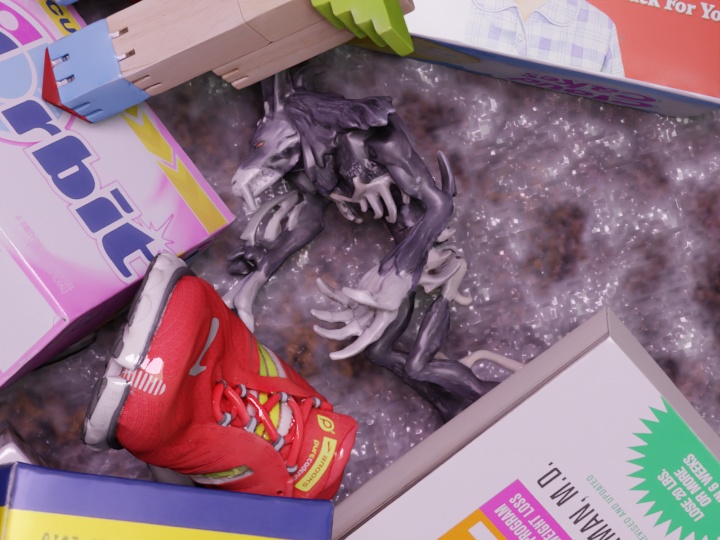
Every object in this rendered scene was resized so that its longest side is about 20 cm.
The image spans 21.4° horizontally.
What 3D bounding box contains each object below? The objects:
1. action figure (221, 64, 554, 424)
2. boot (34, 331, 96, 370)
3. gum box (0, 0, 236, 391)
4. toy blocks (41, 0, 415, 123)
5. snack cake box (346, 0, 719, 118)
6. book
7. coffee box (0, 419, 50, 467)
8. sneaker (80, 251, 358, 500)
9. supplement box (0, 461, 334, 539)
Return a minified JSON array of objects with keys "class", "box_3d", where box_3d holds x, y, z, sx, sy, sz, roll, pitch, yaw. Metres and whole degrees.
[{"class":"action figure","box_3d":[0.000,0.000,0.764,0.102,0.119,0.200,-40,104,-20]},{"class":"boot","box_3d":[-0.213,-0.022,0.751,0.203,0.073,0.154,-7,89,-11]},{"class":"gum box","box_3d":[-0.154,-0.063,0.720,0.066,0.113,0.200,-38,89,35]},{"class":"toy blocks","box_3d":[-0.069,-0.144,0.713,0.136,0.100,0.201,-22,72,15]},{"class":"snack cake box","box_3d":[0.065,-0.141,0.796,0.199,0.067,0.116,12,88,-10]},{"class":"book","box_3d":[0.059,0.125,0.736,0.200,0.048,0.134,-39,101,17]},{"class":"coffee box","box_3d":[-0.103,0.162,0.751,0.080,0.114,0.200,-41,98,-8]},{"class":"sneaker","box_3d":[-0.043,0.051,0.714,0.085,0.200,0.077,20,81,14]},{"class":"supplement box","box_3d":[-0.085,0.170,0.633,0.108,0.109,0.201,10,80,-18]}]
